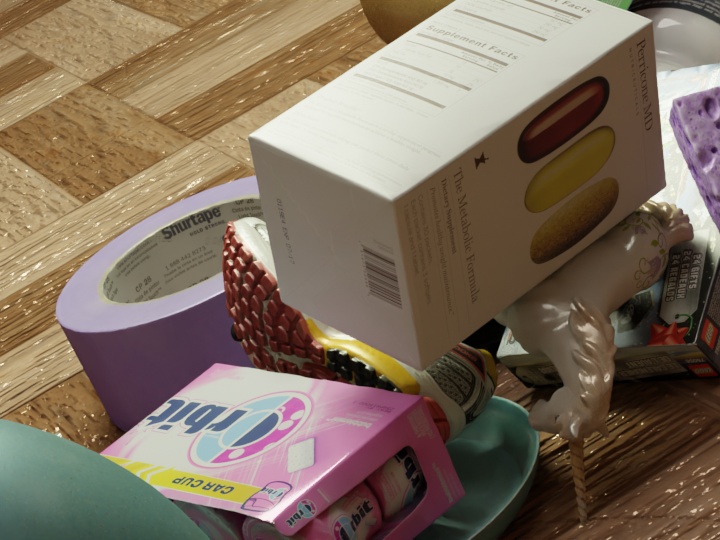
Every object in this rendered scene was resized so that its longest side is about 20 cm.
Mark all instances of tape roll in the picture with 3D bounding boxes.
[{"bbox_3d":[-0.096,0.020,1.641,0.200,0.085,0.200,-21,23,9],"label":"tape roll"}]

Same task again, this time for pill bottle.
[{"bbox_3d":[0.211,-0.131,1.602,0.120,0.120,0.200,-12,25,30],"label":"pill bottle"}]

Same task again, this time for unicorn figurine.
[{"bbox_3d":[0.110,0.018,1.329,0.137,0.074,0.200,18,61,40],"label":"unicorn figurine"}]

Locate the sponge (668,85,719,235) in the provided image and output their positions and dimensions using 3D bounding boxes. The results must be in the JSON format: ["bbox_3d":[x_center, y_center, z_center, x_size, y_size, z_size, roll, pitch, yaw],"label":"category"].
[{"bbox_3d":[0.284,-0.069,1.368,0.200,0.030,0.112,-15,63,-9],"label":"sponge"}]

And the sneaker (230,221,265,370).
[{"bbox_3d":[-0.001,0.000,1.484,0.199,0.115,0.081,-39,17,4],"label":"sneaker"}]

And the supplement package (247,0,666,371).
[{"bbox_3d":[0.056,-0.058,1.304,0.200,0.114,0.110,-36,43,-30],"label":"supplement package"}]

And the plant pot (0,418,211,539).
[{"bbox_3d":[-0.135,0.181,1.217,0.135,0.200,0.200,9,22,-6],"label":"plant pot"}]

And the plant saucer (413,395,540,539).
[{"bbox_3d":[0.009,0.134,1.344,0.200,0.027,0.200,-22,21,9],"label":"plant saucer"}]

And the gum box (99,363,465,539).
[{"bbox_3d":[-0.048,0.115,1.323,0.113,0.066,0.200,-38,25,-30],"label":"gum box"}]

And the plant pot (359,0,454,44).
[{"bbox_3d":[0.128,-0.230,1.872,0.186,0.186,0.200,-36,37,-24],"label":"plant pot"}]

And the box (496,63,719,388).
[{"bbox_3d":[0.169,-0.028,1.422,0.137,0.040,0.200,-5,53,41],"label":"box"}]

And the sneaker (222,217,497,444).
[{"bbox_3d":[-0.005,0.033,1.401,0.082,0.078,0.200,-30,55,-33],"label":"sneaker"}]

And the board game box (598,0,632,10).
[{"bbox_3d":[0.148,-0.172,1.590,0.200,0.029,0.135,-58,7,-28],"label":"board game box"}]

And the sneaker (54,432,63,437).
[{"bbox_3d":[-0.195,0.165,1.439,0.100,0.070,0.200,-31,21,-1],"label":"sneaker"}]

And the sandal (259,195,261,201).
[{"bbox_3d":[0.029,-0.090,1.464,0.200,0.043,0.076,-31,26,-11],"label":"sandal"}]

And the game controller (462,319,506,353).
[{"bbox_3d":[0.103,-0.006,1.559,0.104,0.042,0.200,-30,17,32],"label":"game controller"}]
